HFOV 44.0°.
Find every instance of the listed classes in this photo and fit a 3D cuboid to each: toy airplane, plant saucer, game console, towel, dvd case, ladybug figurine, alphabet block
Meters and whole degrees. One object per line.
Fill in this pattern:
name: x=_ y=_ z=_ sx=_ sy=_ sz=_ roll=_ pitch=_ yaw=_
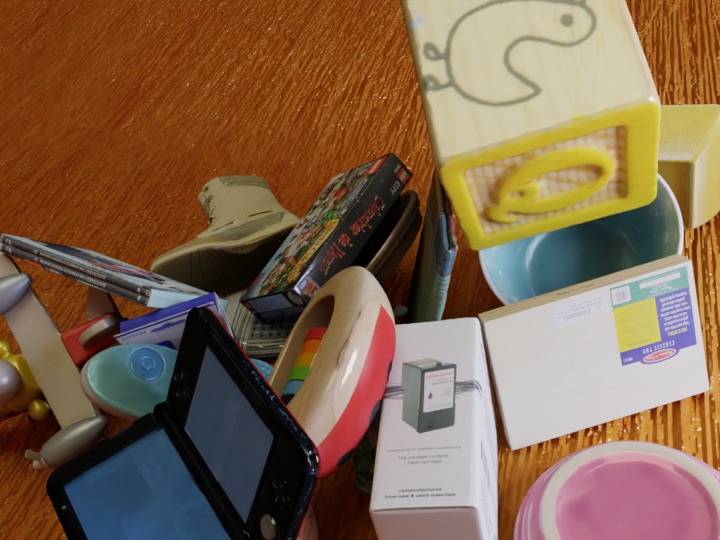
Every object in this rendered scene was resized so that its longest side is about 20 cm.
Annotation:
toy airplane: x=-0.325 y=0.100 z=0.908 sx=0.198 sy=0.202 sz=0.141 roll=18 pitch=13 yaw=19
plant saucer: x=0.000 y=0.000 z=0.940 sx=0.200 sy=0.029 sz=0.200 roll=-48 pitch=9 yaw=10
plant saucer: x=0.221 y=0.211 z=0.714 sx=0.198 sy=0.051 sz=0.202 roll=-9 pitch=39 yaw=7
game console: x=-0.142 y=0.150 z=0.673 sx=0.118 sy=0.174 sz=0.200 roll=-3 pitch=34 yaw=-39
towel: x=0.069 y=0.019 z=0.889 sx=0.021 sy=0.202 sz=0.147 roll=5 pitch=38 yaw=-4
plant saucer: x=0.295 y=-0.101 z=0.981 sx=0.198 sy=0.200 sz=0.049 roll=3 pitch=64 yaw=21
dvd case: x=-0.256 y=0.006 z=0.934 sx=0.198 sy=0.146 sz=0.022 roll=19 pitch=91 yaw=24
towel: x=-0.075 y=0.027 z=1.053 sx=0.190 sy=0.035 sz=0.201 roll=-4 pitch=39 yaw=14
ladybug figurine: x=-0.025 y=0.092 z=0.738 sx=0.135 sy=0.072 sz=0.202 roll=-27 pitch=35 yaw=57
alphabet block: x=0.158 y=-0.164 z=0.833 sx=0.193 sy=0.196 sz=0.202 roll=-16 pitch=65 yaw=12

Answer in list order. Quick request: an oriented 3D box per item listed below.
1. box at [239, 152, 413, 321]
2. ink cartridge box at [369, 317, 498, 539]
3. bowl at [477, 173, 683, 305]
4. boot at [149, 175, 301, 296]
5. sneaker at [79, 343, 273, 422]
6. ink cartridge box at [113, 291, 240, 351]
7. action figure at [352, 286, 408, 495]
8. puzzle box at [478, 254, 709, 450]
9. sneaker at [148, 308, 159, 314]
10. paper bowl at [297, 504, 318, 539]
box: x=-0.039 y=-0.036 z=0.988 sx=0.136 sy=0.038 sz=0.201 roll=-15 pitch=36 yaw=58
ink cartridge box: x=0.069 y=0.160 z=0.750 sx=0.083 sy=0.147 sz=0.201 roll=-6 pitch=38 yaw=13
bowl: x=0.227 y=-0.017 z=0.918 sx=0.198 sy=0.105 sz=0.203 roll=-7 pitch=66 yaw=16
boot: x=-0.177 y=-0.047 z=1.090 sx=0.198 sy=0.073 sz=0.155 roll=-20 pitch=41 yaw=-20
sneaker: x=-0.186 y=0.134 z=0.859 sx=0.198 sy=0.130 sz=0.080 roll=13 pitch=54 yaw=-32
ink cartridge box: x=-0.174 y=0.078 z=0.890 sx=0.098 sy=0.201 sz=0.040 roll=-18 pitch=62 yaw=-6
action figure: x=0.018 y=0.126 z=0.862 sx=0.054 sy=0.119 sz=0.202 roll=5 pitch=49 yaw=5
puzzle box: x=0.216 y=0.076 z=0.818 sx=0.198 sy=0.135 sz=0.025 roll=-16 pitch=18 yaw=-3
sneaker: x=-0.246 y=0.090 z=1.016 sx=0.198 sy=0.076 sz=0.115 roll=-22 pitch=2 yaw=22
paper bowl: x=-0.134 y=0.237 z=0.754 sx=0.198 sy=0.105 sz=0.202 roll=-9 pitch=39 yaw=7
